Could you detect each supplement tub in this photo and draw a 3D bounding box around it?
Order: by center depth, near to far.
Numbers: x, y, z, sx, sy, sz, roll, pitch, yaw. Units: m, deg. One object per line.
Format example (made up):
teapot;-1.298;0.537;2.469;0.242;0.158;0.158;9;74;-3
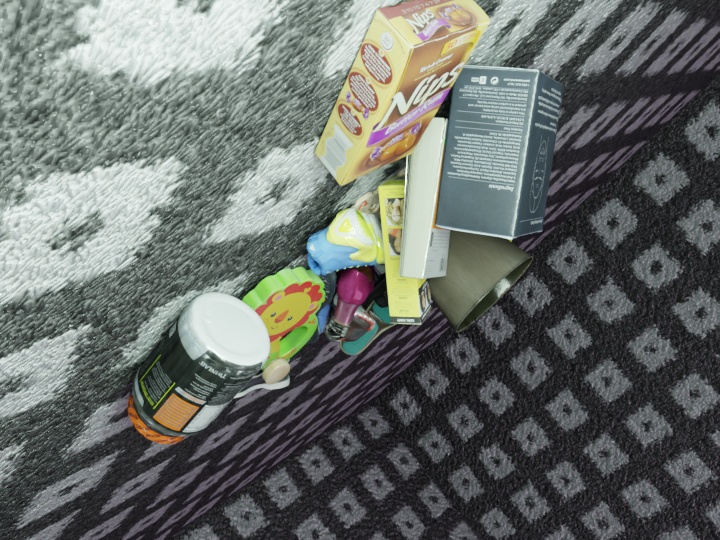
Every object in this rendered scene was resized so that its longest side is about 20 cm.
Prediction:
supplement tub;-0.216;0.133;0.918;0.200;0.123;0.122;-46;165;29

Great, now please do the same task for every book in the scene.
book;0.098;-0.092;0.937;0.134;0.048;0.201;-2;98;-69

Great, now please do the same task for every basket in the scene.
basket;0.139;-0.031;1.094;0.180;0.200;0.136;-34;161;-32

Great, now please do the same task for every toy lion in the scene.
toy lion;-0.125;0.078;1.065;0.192;0.069;0.200;-43;154;6

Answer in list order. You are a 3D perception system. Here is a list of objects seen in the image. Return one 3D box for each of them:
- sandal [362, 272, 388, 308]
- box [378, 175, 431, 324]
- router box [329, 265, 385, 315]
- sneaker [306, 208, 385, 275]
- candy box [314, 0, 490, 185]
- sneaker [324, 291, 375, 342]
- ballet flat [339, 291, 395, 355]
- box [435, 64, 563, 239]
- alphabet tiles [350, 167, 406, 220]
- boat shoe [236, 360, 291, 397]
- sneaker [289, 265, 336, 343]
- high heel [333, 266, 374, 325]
sandal;0.049;0.034;1.213;0.075;0.048;0.200;-50;180;-18
box;0.065;-0.029;0.998;0.050;0.201;0.075;0;-164;20
router box;0.015;0.042;1.403;0.149;0.051;0.200;-33;165;-17
sneaker;-0.020;-0.036;1.007;0.105;0.076;0.200;-25;163;12
candy box;0.037;-0.184;0.722;0.116;0.057;0.200;-30;162;-34
sneaker;-0.024;0.095;1.221;0.082;0.077;0.200;-44;162;-4
ballet flat;0.036;0.089;1.392;0.200;0.070;0.069;-39;167;15
box;0.182;-0.150;0.906;0.148;0.107;0.201;-12;111;-62
alphabet tiles;0.027;-0.087;1.101;0.200;0.015;0.196;-35;166;-18
boat shoe;-0.206;0.182;1.251;0.200;0.075;0.061;-6;107;-52
sneaker;-0.076;0.037;1.155;0.200;0.066;0.079;107;-1;-50
high heel;0.000;0.000;1.127;0.200;0.067;0.096;-82;-169;-60
